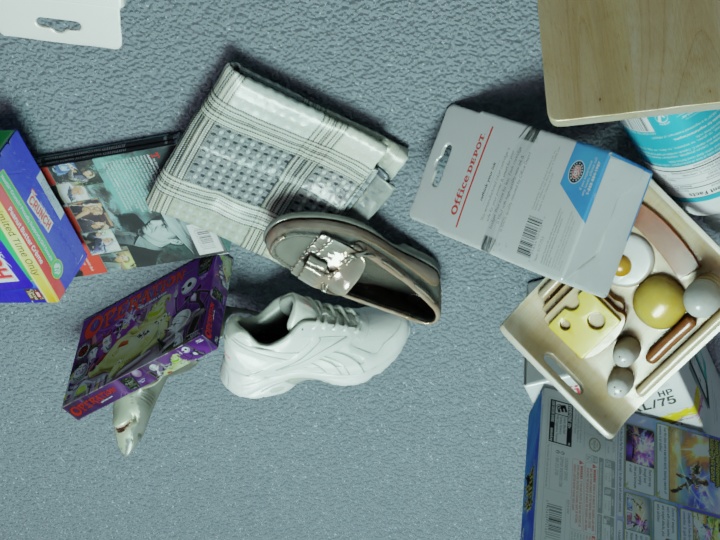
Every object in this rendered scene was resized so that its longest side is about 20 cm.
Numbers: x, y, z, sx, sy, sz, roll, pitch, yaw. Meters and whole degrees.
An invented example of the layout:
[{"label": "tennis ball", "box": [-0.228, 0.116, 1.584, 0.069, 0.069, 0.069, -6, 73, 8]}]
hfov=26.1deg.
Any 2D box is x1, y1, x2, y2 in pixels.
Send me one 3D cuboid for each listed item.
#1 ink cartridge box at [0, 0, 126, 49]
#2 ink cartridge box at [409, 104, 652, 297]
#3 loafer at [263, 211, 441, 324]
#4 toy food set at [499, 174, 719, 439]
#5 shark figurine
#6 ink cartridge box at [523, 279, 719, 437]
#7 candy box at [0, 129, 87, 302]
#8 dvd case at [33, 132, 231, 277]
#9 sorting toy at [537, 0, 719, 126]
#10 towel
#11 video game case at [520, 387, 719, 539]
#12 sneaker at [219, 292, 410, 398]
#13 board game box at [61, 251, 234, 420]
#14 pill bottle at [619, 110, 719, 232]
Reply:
[{"label": "ink cartridge box", "box": [-0.246, -0.287, 1.279, 0.116, 0.068, 0.201, 7, 133, 1]}, {"label": "ink cartridge box", "box": [0.144, -0.065, 1.358, 0.068, 0.199, 0.117, 17, 96, -43]}, {"label": "loafer", "box": [0.000, 0.000, 1.481, 0.199, 0.063, 0.072, 17, 132, -33]}, {"label": "toy food set", "box": [0.234, 0.034, 1.355, 0.143, 0.060, 0.200, 44, 115, 4]}, {"label": "shark figurine", "box": [-0.187, 0.084, 1.634, 0.214, 0.129, 0.089, -45, 141, 19]}, {"label": "ink cartridge box", "box": [0.261, 0.111, 1.521, 0.146, 0.147, 0.201, -15, 128, 21]}, {"label": "candy box", "box": [-0.390, -0.049, 1.502, 0.198, 0.077, 0.170, -1, 134, 23]}, {"label": "dvd case", "box": [-0.243, -0.060, 1.527, 0.198, 0.022, 0.147, -8, 131, 17]}, {"label": "sorting toy", "box": [0.237, -0.214, 1.201, 0.197, 0.202, 0.070, -5, 170, 10]}, {"label": "towel", "box": [-0.078, -0.083, 1.454, 0.199, 0.035, 0.193, 23, 128, -19]}, {"label": "video game case", "box": [0.235, 0.215, 1.383, 0.180, 0.201, 0.046, 16, 136, -5]}, {"label": "sneaker", "box": [-0.043, 0.062, 1.541, 0.198, 0.078, 0.100, -14, 134, -15]}, {"label": "board game box", "box": [-0.215, 0.064, 1.571, 0.199, 0.121, 0.032, -28, 123, 29]}, {"label": "pill bottle", "box": [0.285, -0.124, 1.321, 0.110, 0.111, 0.200, -19, 128, 25]}]
